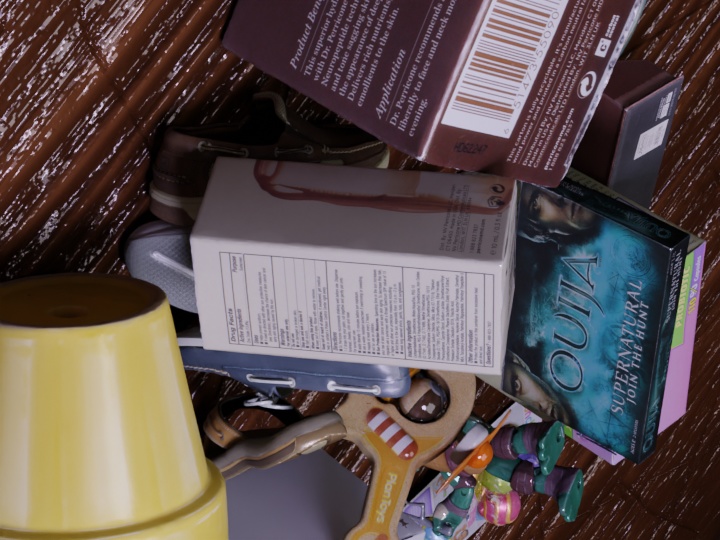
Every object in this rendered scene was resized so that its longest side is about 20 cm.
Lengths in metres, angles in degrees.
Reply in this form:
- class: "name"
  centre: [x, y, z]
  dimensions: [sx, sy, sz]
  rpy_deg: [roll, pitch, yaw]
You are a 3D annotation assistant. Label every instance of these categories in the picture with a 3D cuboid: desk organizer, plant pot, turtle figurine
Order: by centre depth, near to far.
- class: "plant pot"
  centre: [-0.186, 0.109, 1.301]
  dimensions: [0.200, 0.200, 0.190]
  rpy_deg: [-15, 112, -43]
- class: "desk organizer"
  centre: [0.195, -0.087, 1.659]
  dimensions: [0.072, 0.077, 0.201]
  rpy_deg: [-30, 145, -33]
- class: "turtle figurine"
  centre: [0.078, 0.157, 1.666]
  dimensions: [0.150, 0.199, 0.101]
  rpy_deg: [44, 53, -53]

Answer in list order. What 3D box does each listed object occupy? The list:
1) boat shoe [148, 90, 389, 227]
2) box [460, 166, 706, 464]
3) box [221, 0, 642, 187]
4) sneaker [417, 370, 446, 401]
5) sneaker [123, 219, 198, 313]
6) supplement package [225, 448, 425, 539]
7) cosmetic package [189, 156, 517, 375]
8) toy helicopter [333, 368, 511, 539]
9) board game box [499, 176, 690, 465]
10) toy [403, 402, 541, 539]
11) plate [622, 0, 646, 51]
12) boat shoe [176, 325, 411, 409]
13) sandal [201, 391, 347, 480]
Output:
- class: "boat shoe"
  centre: [-0.055, -0.086, 1.398]
  dimensions: [0.202, 0.074, 0.075]
  rpy_deg: [-18, 121, -43]
- class: "box"
  centre: [0.166, 0.023, 1.628]
  dimensions: [0.096, 0.200, 0.177]
  rpy_deg: [-29, 135, -32]
- class: "box"
  centre: [0.050, -0.176, 1.343]
  dimensions: [0.164, 0.200, 0.167]
  rpy_deg: [6, 112, -51]
- class: "sneaker"
  centre: [0.060, 0.050, 1.595]
  dimensions: [0.090, 0.070, 0.201]
  rpy_deg: [-34, 162, -45]
- class: "sneaker"
  centre: [-0.074, -0.019, 1.423]
  dimensions: [0.199, 0.080, 0.071]
  rpy_deg: [-1, 131, -23]
- class: "supplement package"
  centre: [-0.081, 0.227, 1.528]
  dimensions: [0.199, 0.155, 0.112]
  rpy_deg: [-15, 128, -43]
- class: "cosmetic package"
  centre: [-0.002, -0.004, 1.300]
  dimensions: [0.088, 0.198, 0.104]
  rpy_deg: [-77, 170, -46]
- class: "toy helicopter"
  centre: [0.037, 0.140, 1.493]
  dimensions: [0.079, 0.131, 0.201]
  rpy_deg: [112, -5, -67]
- class: "board game box"
  centre: [0.171, 0.034, 1.509]
  dimensions: [0.028, 0.135, 0.201]
  rpy_deg: [-32, 138, -40]
- class: "toy"
  centre: [0.120, 0.202, 1.838]
  dimensions: [0.200, 0.047, 0.116]
  rpy_deg: [-36, 141, -26]
- class: "plate"
  centre: [0.178, -0.213, 1.615]
  dimensions: [0.200, 0.026, 0.201]
  rpy_deg: [-30, 137, -33]
- class: "boat shoe"
  centre: [-0.053, 0.062, 1.406]
  dimensions: [0.075, 0.199, 0.062]
  rpy_deg: [-32, 115, -60]
- class: "sandal"
  centre: [-0.079, 0.114, 1.451]
  dimensions: [0.080, 0.200, 0.054]
  rpy_deg: [-23, 91, -33]
